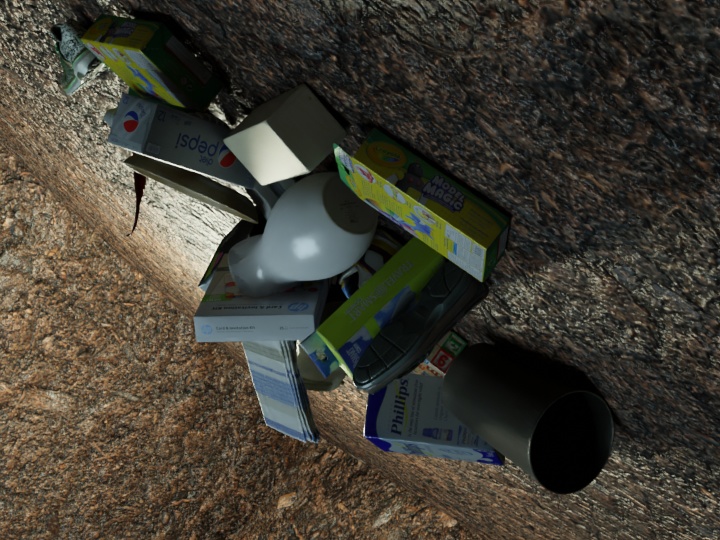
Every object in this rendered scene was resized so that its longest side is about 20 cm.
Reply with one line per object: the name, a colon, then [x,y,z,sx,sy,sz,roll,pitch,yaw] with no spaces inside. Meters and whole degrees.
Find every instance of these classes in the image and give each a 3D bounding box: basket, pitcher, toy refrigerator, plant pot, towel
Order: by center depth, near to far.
toy refrigerator: [-0.088,-0.154,1.428,0.076,0.070,0.200,48,165,-12]
pitcher: [-0.048,-0.045,1.557,0.200,0.171,0.122,-35,74,48]
basket: [0.212,0.185,1.662,0.200,0.136,0.180,30,171,46]
plant pot: [-0.225,-0.115,1.689,0.199,0.028,0.200,23,177,1]
towel: [-0.118,0.137,1.731,0.147,0.024,0.201,8,117,59]

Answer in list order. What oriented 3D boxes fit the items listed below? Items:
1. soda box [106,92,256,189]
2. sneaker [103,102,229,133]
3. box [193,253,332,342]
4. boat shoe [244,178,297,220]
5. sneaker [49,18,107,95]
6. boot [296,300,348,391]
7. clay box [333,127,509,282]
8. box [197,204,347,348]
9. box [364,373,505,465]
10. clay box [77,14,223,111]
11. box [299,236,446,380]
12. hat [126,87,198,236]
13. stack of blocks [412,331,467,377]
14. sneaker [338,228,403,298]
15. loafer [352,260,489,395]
soda box: [-0.207,-0.155,1.514,0.068,0.064,0.199,20,-177,36]
sneaker: [-0.261,-0.188,1.658,0.115,0.076,0.200,20,-177,31]
box: [-0.123,0.032,1.641,0.155,0.200,0.041,-1,115,7]
boat shoe: [-0.123,-0.111,1.688,0.069,0.072,0.200,47,179,41]
sneaker: [-0.402,-0.312,1.772,0.089,0.077,0.200,53,160,-10]
boot: [-0.005,0.102,1.738,0.155,0.199,0.072,113,142,-51]
clay box: [0.063,-0.075,1.327,0.200,0.048,0.115,36,168,13]
box: [-0.112,0.015,1.829,0.200,0.124,0.149,41,-153,-14]
box: [0.120,0.225,1.894,0.198,0.106,0.184,6,166,12]
clay box: [-0.265,-0.260,1.550,0.115,0.048,0.200,44,167,-36]
box: [0.027,0.057,1.540,0.048,0.200,0.122,43,172,29]
hat: [-0.310,-0.163,1.756,0.200,0.176,0.165,45,166,-32]
stack of blocks: [0.089,0.116,1.912,0.115,0.059,0.200,37,168,6]
sneaker: [0.000,0.000,1.673,0.075,0.090,0.200,39,167,-5]
loafer: [0.077,0.077,1.489,0.063,0.200,0.072,41,-177,-33]
